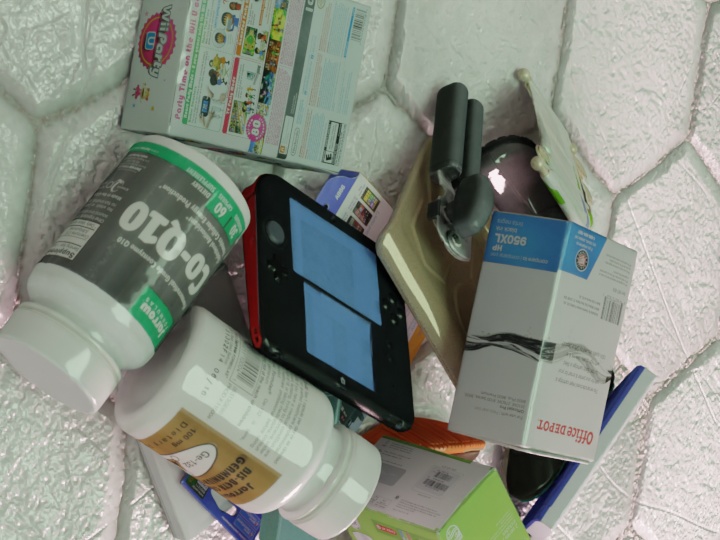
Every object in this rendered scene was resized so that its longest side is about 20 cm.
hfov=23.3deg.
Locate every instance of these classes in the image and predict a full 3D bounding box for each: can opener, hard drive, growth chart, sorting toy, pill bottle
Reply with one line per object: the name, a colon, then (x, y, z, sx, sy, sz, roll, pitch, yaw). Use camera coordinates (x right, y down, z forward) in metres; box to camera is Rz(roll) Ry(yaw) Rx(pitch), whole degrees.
can opener: (0.096, -0.092, 1.585, 0.053, 0.066, 0.201, 45, 33, -36)
hard drive: (-0.136, 0.111, 1.473, 0.132, 0.026, 0.201, -37, 123, -35)
hard drive: (0.228, 0.198, 1.805, 0.200, 0.025, 0.132, -52, 174, -21)
growth chart: (0.193, -0.107, 1.691, 0.145, 0.018, 0.200, 55, 19, -31)
sorting toy: (0.081, -0.005, 1.606, 0.186, 0.036, 0.200, 59, 31, -20)
pill bottle: (-0.183, 0.003, 1.339, 0.200, 0.113, 0.113, -55, 132, -22)
pill bottle: (-0.086, 0.127, 1.385, 0.200, 0.114, 0.115, 37, 71, -22)

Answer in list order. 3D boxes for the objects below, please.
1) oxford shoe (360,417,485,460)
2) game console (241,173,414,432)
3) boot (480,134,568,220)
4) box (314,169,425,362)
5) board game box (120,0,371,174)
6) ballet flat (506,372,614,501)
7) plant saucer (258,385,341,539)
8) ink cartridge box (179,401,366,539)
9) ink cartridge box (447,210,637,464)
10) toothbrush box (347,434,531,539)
oxford shoe: (0.034, 0.186, 1.643, 0.199, 0.071, 0.073, -5, 112, -37)
game console: (-0.025, 0.025, 1.447, 0.200, 0.031, 0.177, 33, 37, -42)
boot: (0.182, -0.038, 1.675, 0.070, 0.132, 0.200, -34, 141, 15)
box: (0.000, 0.000, 1.582, 0.200, 0.041, 0.119, 46, 66, -38)
board game box: (-0.091, -0.168, 1.434, 0.200, 0.064, 0.148, 10, 90, -48)
ballet flat: (0.196, 0.149, 1.802, 0.200, 0.068, 0.069, -51, 121, -39)
plant saucer: (-0.053, 0.193, 1.492, 0.070, 0.019, 0.201, 0, 101, -48)
ink cartridge box: (-0.062, 0.136, 1.508, 0.200, 0.042, 0.119, -54, 134, -19)
ink cartridge box: (0.163, 0.062, 1.548, 0.144, 0.084, 0.201, 19, 82, -55)
toothbrush box: (0.081, 0.257, 1.549, 0.086, 0.145, 0.200, -43, 122, -28)
